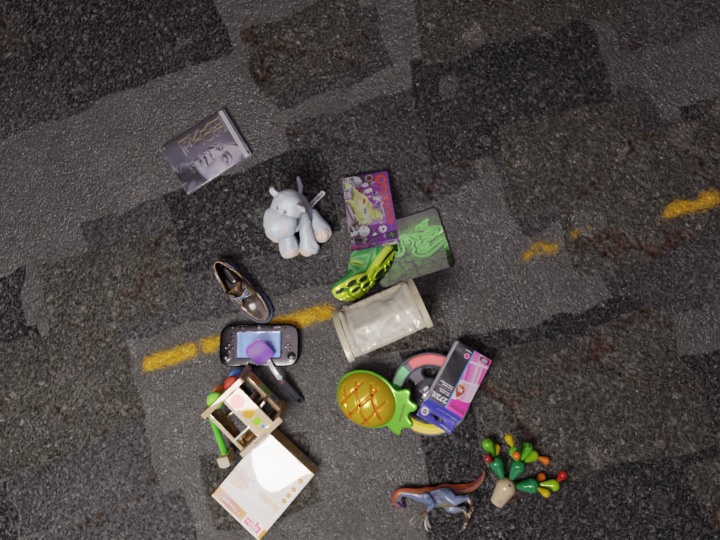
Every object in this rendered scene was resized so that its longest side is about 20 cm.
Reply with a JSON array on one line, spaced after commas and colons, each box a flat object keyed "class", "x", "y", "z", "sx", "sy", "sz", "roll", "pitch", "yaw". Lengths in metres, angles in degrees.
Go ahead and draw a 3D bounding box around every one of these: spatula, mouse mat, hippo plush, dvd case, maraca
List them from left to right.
[{"class": "dvd case", "x": -0.404, "y": -0.313, "z": 1.387, "sx": 0.199, "sy": 0.016, "sz": 0.149, "roll": -31, "pitch": 83, "yaw": -1}, {"class": "spatula", "x": -0.204, "y": 0.251, "z": 1.286, "sx": 0.056, "sy": 0.021, "sz": 0.200, "roll": -35, "pitch": 102, "yaw": 9}, {"class": "hippo plush", "x": -0.150, "y": -0.127, "z": 1.279, "sx": 0.159, "sy": 0.161, "sz": 0.201, "roll": 30, "pitch": 87, "yaw": 6}, {"class": "maraca", "x": 0.035, "y": 0.309, "z": 1.242, "sx": 0.199, "sy": 0.107, "sz": 0.138, "roll": 16, "pitch": 104, "yaw": 19}, {"class": "mouse mat", "x": 0.122, "y": -0.057, "z": 1.335, "sx": 0.199, "sy": 0.008, "sz": 0.162, "roll": -18, "pitch": 83, "yaw": 0}]

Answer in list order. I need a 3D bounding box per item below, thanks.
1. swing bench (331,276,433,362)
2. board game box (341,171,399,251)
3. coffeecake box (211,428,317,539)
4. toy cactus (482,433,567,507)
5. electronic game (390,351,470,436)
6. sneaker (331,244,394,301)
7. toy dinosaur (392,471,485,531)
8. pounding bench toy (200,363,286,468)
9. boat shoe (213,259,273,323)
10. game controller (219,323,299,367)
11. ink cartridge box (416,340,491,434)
[{"class": "swing bench", "x": 0.048, "y": 0.109, "z": 1.223, "sx": 0.198, "sy": 0.200, "sz": 0.130, "roll": -23, "pitch": 83, "yaw": 1}, {"class": "board game box", "x": 0.023, "y": -0.149, "z": 1.309, "sx": 0.119, "sy": 0.032, "sz": 0.201, "roll": -8, "pitch": 65, "yaw": -2}, {"class": "coffeecake box", "x": -0.226, "y": 0.503, "z": 1.262, "sx": 0.153, "sy": 0.073, "sz": 0.200, "roll": 41, "pitch": 88, "yaw": 6}, {"class": "toy cactus", "x": 0.362, "y": 0.480, "z": 1.229, "sx": 0.199, "sy": 0.102, "sz": 0.166, "roll": 28, "pitch": 96, "yaw": -3}, {"class": "electronic game", "x": 0.168, "y": 0.298, "z": 1.277, "sx": 0.199, "sy": 0.042, "sz": 0.201, "roll": 0, "pitch": 84, "yaw": 4}, {"class": "sneaker", "x": 0.000, "y": 0.000, "z": 1.284, "sx": 0.083, "sy": 0.074, "sz": 0.200, "roll": 27, "pitch": 56, "yaw": 37}, {"class": "toy dinosaur", "x": 0.175, "y": 0.542, "z": 1.254, "sx": 0.181, "sy": 0.105, "sz": 0.200, "roll": 22, "pitch": 48, "yaw": 18}, {"class": "pounding bench toy", "x": -0.302, "y": 0.345, "z": 1.241, "sx": 0.200, "sy": 0.124, "sz": 0.156, "roll": -44, "pitch": 96, "yaw": 1}, {"class": "boat shoe", "x": -0.301, "y": 0.054, "z": 1.314, "sx": 0.200, "sy": 0.072, "sz": 0.072, "roll": 44, "pitch": 88, "yaw": 7}, {"class": "game controller", "x": -0.251, "y": 0.185, "z": 1.311, "sx": 0.199, "sy": 0.042, "sz": 0.105, "roll": -2, "pitch": 89, "yaw": 3}, {"class": "ink cartridge box", "x": 0.222, "y": 0.275, "z": 1.246, "sx": 0.094, "sy": 0.037, "sz": 0.201, "roll": 30, "pitch": 81, "yaw": 2}]
